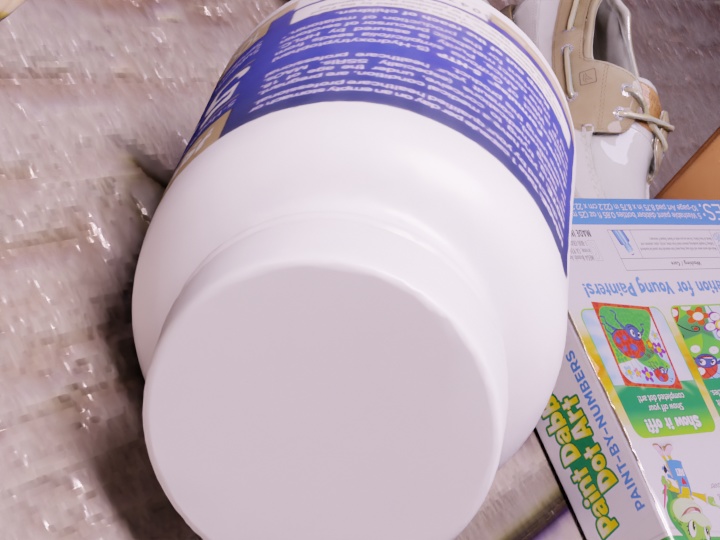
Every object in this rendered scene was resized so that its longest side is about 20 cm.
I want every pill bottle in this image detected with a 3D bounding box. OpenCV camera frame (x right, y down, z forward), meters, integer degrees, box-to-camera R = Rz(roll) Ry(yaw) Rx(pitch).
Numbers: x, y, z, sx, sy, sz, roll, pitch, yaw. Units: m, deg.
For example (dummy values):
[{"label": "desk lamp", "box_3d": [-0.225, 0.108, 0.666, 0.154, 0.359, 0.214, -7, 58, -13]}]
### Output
[{"label": "pill bottle", "box_3d": [0.000, 0.000, 0.697, 0.120, 0.119, 0.200, 55, 17, -15]}]

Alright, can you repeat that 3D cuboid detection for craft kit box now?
[{"label": "craft kit box", "box_3d": [0.152, 0.063, 1.059, 0.199, 0.048, 0.198, 0, 57, -47]}]

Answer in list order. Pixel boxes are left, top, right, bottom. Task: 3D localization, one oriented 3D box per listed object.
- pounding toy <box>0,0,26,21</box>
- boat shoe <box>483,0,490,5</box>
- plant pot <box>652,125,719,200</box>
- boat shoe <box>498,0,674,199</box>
[{"label": "pounding toy", "box_3d": [-0.127, -0.109, 0.534, 0.185, 0.142, 0.200, 55, 28, -15]}, {"label": "boat shoe", "box_3d": [0.023, -0.103, 1.030, 0.075, 0.062, 0.200, 53, 0, 39]}, {"label": "plant pot", "box_3d": [0.243, -0.026, 1.364, 0.140, 0.200, 0.200, 43, 16, 3]}, {"label": "boat shoe", "box_3d": [0.118, -0.073, 1.250, 0.075, 0.068, 0.201, 41, 25, -46]}]
